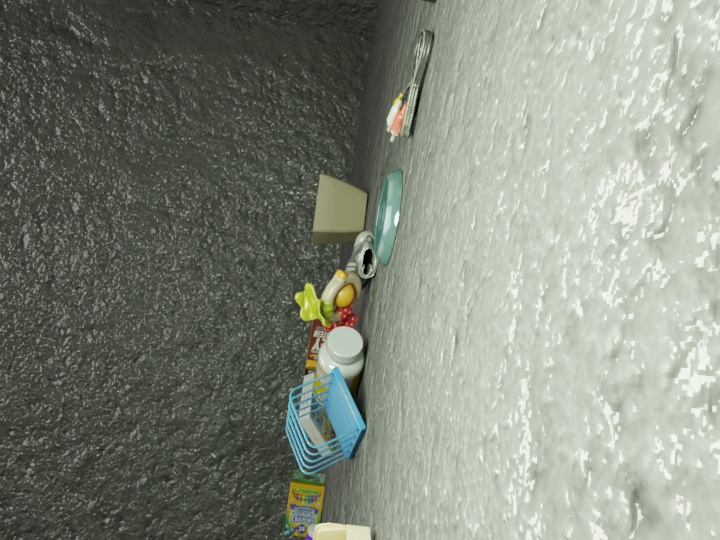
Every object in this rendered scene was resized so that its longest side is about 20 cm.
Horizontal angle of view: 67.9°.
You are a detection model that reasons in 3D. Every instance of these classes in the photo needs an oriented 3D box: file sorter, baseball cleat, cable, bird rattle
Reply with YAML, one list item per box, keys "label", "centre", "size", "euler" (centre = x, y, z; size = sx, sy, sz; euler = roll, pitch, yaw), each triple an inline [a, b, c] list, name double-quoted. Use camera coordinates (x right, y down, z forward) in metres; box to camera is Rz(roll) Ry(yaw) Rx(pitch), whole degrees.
- label: "file sorter"
  centre: [-0.084, 0.327, 1.134]
  size: [0.140, 0.120, 0.202]
  euler: [61, 156, 28]
- label: "baseball cleat"
  centre: [0.000, 0.000, 1.329]
  size: [0.108, 0.068, 0.203]
  euler: [-95, 10, -45]
- label: "cable"
  centre: [0.085, -0.327, 0.972]
  size: [0.202, 0.049, 0.099]
  euler: [102, 173, -48]
- label: "bird rattle"
  centre: [-0.048, 0.082, 1.270]
  size: [0.112, 0.199, 0.165]
  euler: [35, 94, 39]

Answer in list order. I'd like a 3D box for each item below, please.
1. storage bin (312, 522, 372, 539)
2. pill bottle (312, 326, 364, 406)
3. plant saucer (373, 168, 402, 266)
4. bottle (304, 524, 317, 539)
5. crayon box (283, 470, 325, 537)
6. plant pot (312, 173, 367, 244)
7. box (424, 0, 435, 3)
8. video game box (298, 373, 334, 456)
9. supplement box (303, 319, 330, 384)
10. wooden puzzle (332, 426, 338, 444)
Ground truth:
- label: "storage bin"
  centre: [-0.033, 0.489, 0.714]
  size: [0.200, 0.091, 0.204]
  euler: [-100, 19, -77]
- label: "pill bottle"
  centre: [-0.050, 0.229, 1.260]
  size: [0.114, 0.110, 0.203]
  euler: [-86, 6, -45]
- label: "plant saucer"
  centre: [0.054, -0.112, 1.118]
  size: [0.200, 0.027, 0.206]
  euler: [-172, 90, -85]
- label: "bottle"
  centre: [-0.147, 0.861, 1.588]
  size: [0.084, 0.064, 0.205]
  euler: [-119, 38, -81]
- label: "crayon box"
  centre: [-0.195, 0.822, 1.881]
  size: [0.052, 0.123, 0.205]
  euler: [124, 154, -78]
- label: "plant pot"
  centre: [-0.072, -0.200, 1.881]
  size: [0.200, 0.172, 0.205]
  euler: [120, 158, -78]
- label: "box"
  centre: [0.134, -0.593, 0.898]
  size: [0.160, 0.043, 0.205]
  euler: [119, 158, -76]
- label: "video game box"
  centre: [-0.139, 0.478, 1.766]
  size: [0.184, 0.046, 0.203]
  euler: [-91, -19, -55]
- label: "supplement box"
  centre: [-0.120, 0.285, 1.876]
  size: [0.201, 0.129, 0.201]
  euler: [107, 171, -60]
- label: "wooden puzzle"
  centre: [-0.049, 0.346, 1.428]
  size: [0.186, 0.045, 0.204]
  euler: [107, 170, -62]
